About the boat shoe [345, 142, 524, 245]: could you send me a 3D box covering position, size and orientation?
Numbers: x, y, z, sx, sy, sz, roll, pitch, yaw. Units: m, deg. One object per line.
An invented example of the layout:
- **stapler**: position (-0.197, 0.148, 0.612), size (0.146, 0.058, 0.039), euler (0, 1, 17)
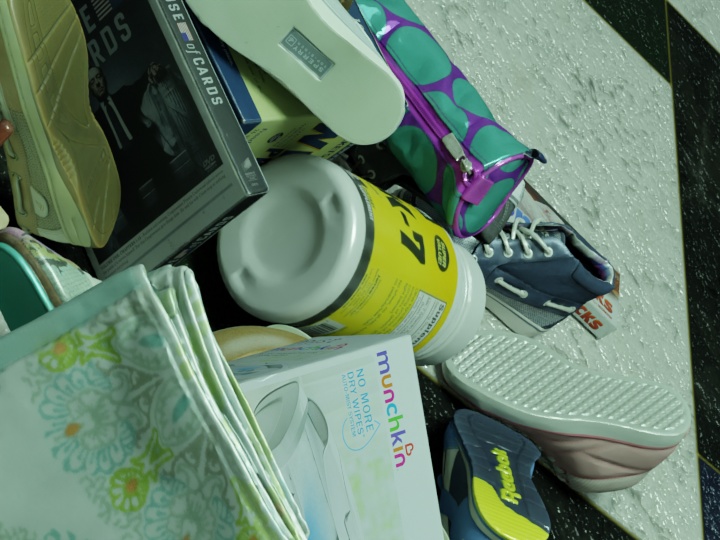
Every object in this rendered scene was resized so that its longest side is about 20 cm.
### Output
- **boat shoe**: position (0.026, -0.081, 1.519), size (0.199, 0.070, 0.067), euler (27, 79, -6)

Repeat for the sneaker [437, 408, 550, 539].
- **sneaker**: position (0.084, 0.164, 1.418), size (0.073, 0.083, 0.200), euler (22, 20, -5)

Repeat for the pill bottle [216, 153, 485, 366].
- **pill bottle**: position (0.000, 0.000, 1.380), size (0.200, 0.114, 0.115), euler (25, 44, -56)

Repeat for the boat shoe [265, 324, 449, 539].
- **boat shoe**: position (-0.011, 0.121, 1.324), size (0.200, 0.074, 0.066), euler (49, 0, -4)

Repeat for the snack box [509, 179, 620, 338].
- **snack box**: position (0.152, -0.029, 1.711), size (0.200, 0.024, 0.072), euler (42, 36, -25)

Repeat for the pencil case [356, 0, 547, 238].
- **pencil case**: position (0.040, -0.123, 1.437), size (0.200, 0.085, 0.092), euler (51, 3, 17)

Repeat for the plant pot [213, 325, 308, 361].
- **plant pot**: position (-0.049, 0.129, 1.226), size (0.198, 0.027, 0.202), euler (12, 67, -31)

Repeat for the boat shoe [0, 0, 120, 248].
- **boat shoe**: position (-0.192, -0.095, 1.159), size (0.202, 0.062, 0.074), euler (77, 23, -46)

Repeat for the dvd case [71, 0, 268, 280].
- **dvd case**: position (-0.147, -0.102, 1.238), size (0.025, 0.150, 0.201), euler (-13, 74, -48)

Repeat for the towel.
- **towel**: position (-0.138, 0.108, 1.016), size (0.172, 0.199, 0.048), euler (64, 19, 2)

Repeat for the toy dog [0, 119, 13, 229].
- **toy dog**: position (-0.247, -0.027, 1.086), size (0.132, 0.096, 0.201), euler (38, 37, -29)

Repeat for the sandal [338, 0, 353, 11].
- **sandal**: position (-0.056, -0.252, 1.327), size (0.054, 0.082, 0.202), euler (-5, 72, -30)

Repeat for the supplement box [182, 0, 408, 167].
- **supplement box**: position (-0.107, -0.158, 1.357), size (0.199, 0.134, 0.201), euler (-13, 74, -57)

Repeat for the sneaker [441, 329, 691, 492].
- **sneaker**: position (0.146, 0.118, 1.548), size (0.198, 0.105, 0.076), euler (16, 49, -8)

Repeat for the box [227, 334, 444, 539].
- **box**: position (-0.046, 0.151, 1.122), size (0.175, 0.096, 0.202), euler (-13, 96, -40)

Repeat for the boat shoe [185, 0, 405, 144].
- **boat shoe**: position (-0.051, -0.161, 1.257), size (0.201, 0.070, 0.072), euler (45, 8, -20)

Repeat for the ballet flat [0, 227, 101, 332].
- **ballet flat**: position (-0.149, 0.059, 1.133), size (0.071, 0.069, 0.202), euler (-30, 109, -33)

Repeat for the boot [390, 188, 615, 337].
- **boot**: position (0.112, -0.023, 1.587), size (0.199, 0.090, 0.073), euler (31, 40, -37)
